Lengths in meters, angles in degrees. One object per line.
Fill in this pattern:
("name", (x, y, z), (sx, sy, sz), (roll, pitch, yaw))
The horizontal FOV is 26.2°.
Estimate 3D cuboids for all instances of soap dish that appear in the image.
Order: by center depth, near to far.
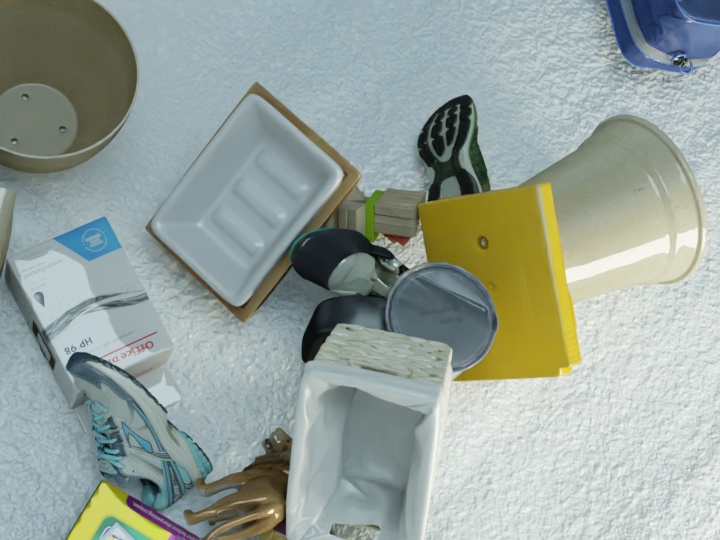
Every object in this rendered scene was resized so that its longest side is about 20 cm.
("soap dish", (-0.109, -0.071, 1.629), (0.157, 0.081, 0.200), (42, 100, 17))

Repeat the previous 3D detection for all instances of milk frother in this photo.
("milk frother", (0.039, 0.121, 1.590), (0.180, 0.188, 0.201), (-10, 73, -18))

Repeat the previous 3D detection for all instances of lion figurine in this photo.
("lion figurine", (-0.101, 0.224, 1.513), (0.122, 0.200, 0.073), (-14, 106, 3))

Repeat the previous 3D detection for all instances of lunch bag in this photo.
("lunch bag", (0.379, -0.334, 1.892), (0.135, 0.132, 0.201), (4, 67, -31))

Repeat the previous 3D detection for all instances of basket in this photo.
("basket", (0.013, 0.163, 1.479), (0.135, 0.201, 0.123), (11, 28, 9))

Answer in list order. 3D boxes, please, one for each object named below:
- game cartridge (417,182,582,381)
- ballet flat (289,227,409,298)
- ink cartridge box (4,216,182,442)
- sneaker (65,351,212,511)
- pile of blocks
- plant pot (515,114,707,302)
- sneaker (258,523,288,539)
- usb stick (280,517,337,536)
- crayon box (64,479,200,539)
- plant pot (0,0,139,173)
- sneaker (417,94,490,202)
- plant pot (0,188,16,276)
("game cartridge", (0.147, 0.016, 1.641), (0.032, 0.176, 0.201), (-16, 96, -42))
("ballet flat", (0.000, 0.000, 1.633), (0.073, 0.200, 0.074), (-4, 81, 26))
("ink cartridge box", (-0.270, 0.060, 1.594), (0.115, 0.067, 0.201), (-26, 79, -23))
("sneaker", (-0.229, 0.163, 1.525), (0.086, 0.077, 0.200), (-47, 121, -16))
("pile of blocks", (-0.025, -0.050, 1.718), (0.199, 0.082, 0.062), (-2, 113, -7))
("plant pot", (0.244, -0.048, 1.699), (0.183, 0.201, 0.201), (-22, 77, -25))
("sneaker", (-0.010, 0.305, 1.543), (0.200, 0.075, 0.090), (37, 38, -4))
("usb stick", (-0.020, 0.325, 1.582), (0.055, 0.033, 0.200), (-27, 79, -31))
("crayon box", (-0.215, 0.332, 1.511), (0.199, 0.058, 0.173), (32, 66, -3))
("plant pot", (-0.341, -0.183, 1.630), (0.199, 0.135, 0.201), (5, 69, -14))
("sneaker", (0.119, -0.110, 1.779), (0.089, 0.077, 0.201), (39, 41, -44))
("plant pot", (-0.447, 0.016, 1.503), (0.199, 0.200, 0.178), (7, 79, -13))
